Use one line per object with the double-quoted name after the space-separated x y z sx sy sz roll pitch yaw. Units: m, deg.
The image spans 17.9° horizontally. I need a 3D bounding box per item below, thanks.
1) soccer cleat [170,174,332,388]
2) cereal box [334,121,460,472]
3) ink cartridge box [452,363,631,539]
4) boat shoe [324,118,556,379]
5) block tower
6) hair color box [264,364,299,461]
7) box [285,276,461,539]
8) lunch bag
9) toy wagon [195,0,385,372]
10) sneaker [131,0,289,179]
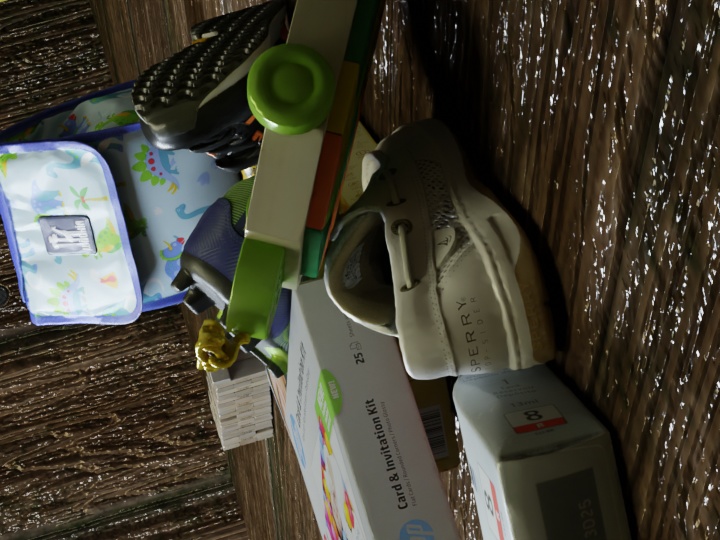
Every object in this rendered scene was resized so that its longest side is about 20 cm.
-0.033 0.003 1.074 0.065 0.084 0.200 37 176 13 "soccer cleat"
0.000 0.000 1.152 0.200 0.039 0.145 -124 21 -67 "cereal box"
0.061 0.108 0.890 0.200 0.050 0.164 -136 32 -70 "ink cartridge box"
0.017 -0.009 0.894 0.200 0.069 0.071 -125 19 -71 "boat shoe"
-0.116 0.112 2.183 0.200 0.057 0.054 88 164 -67 "block tower"
-0.012 0.080 1.324 0.201 0.060 0.100 -114 11 -52 "hair color box"
0.013 0.121 1.008 0.156 0.041 0.202 97 158 -65 "box"
-0.198 -0.056 1.893 0.128 0.198 0.171 -121 18 -64 "lunch bag"
-0.023 -0.053 0.888 0.155 0.039 0.202 99 -176 -73 "toy wagon"
-0.066 -0.086 1.258 0.200 0.069 0.091 -65 -42 -68 "sneaker"
